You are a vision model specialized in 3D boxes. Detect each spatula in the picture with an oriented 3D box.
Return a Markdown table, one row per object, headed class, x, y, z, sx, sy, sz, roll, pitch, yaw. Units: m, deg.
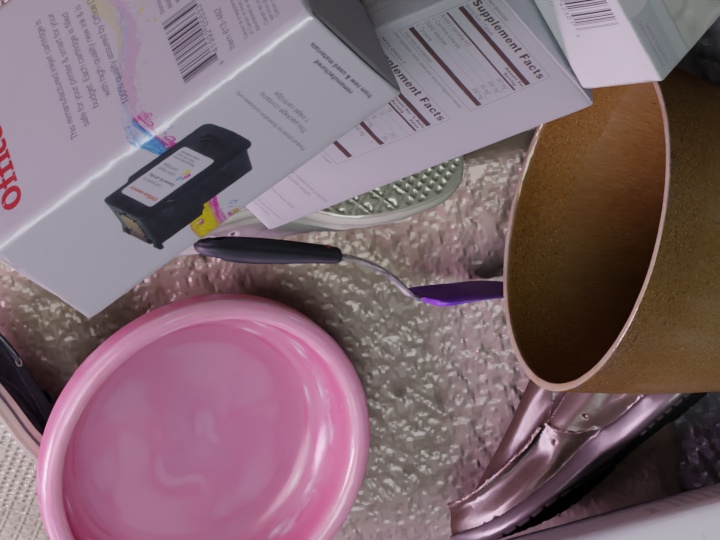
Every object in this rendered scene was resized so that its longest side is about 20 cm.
| class | x | y | z | sx | sy | sz | roll | pitch | yaw |
| --- | --- | --- | --- | --- | --- | --- | --- | --- | --- |
| spatula | 0.000 | 0.000 | 1.551 | 0.199 | 0.056 | 0.021 | 11 | 94 | -23 |

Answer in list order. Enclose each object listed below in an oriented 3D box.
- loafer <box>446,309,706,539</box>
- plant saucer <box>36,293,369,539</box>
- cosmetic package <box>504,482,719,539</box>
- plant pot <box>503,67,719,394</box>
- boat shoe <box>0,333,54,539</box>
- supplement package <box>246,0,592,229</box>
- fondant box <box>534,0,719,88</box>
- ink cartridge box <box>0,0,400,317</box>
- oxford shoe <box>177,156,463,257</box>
| class | x | y | z | sx | sy | sz | roll | pitch | yaw |
| --- | --- | --- | --- | --- | --- | --- | --- | --- | --- |
| loafer | 0.122 | 0.089 | 1.624 | 0.200 | 0.073 | 0.071 | -40 | 76 | 20 |
| plant saucer | -0.094 | 0.103 | 1.603 | 0.200 | 0.051 | 0.201 | -10 | 115 | -22 |
| cosmetic package | 0.189 | 0.213 | 1.578 | 0.199 | 0.166 | 0.168 | -14 | 87 | -2 |
| plant pot | 0.208 | -0.011 | 1.513 | 0.199 | 0.187 | 0.187 | 11 | 118 | -21 |
| boat shoe | -0.201 | 0.101 | 1.629 | 0.074 | 0.062 | 0.200 | -12 | 132 | 20 |
| supplement package | 0.008 | -0.122 | 1.442 | 0.199 | 0.114 | 0.110 | -20 | 139 | 26 |
| fondant box | 0.151 | -0.208 | 1.394 | 0.058 | 0.200 | 0.145 | -3 | 127 | 49 |
| ink cartridge box | -0.099 | -0.096 | 1.367 | 0.200 | 0.146 | 0.083 | -35 | 139 | 15 |
| oxford shoe | -0.042 | -0.048 | 1.556 | 0.199 | 0.075 | 0.058 | -10 | 162 | -2 |
